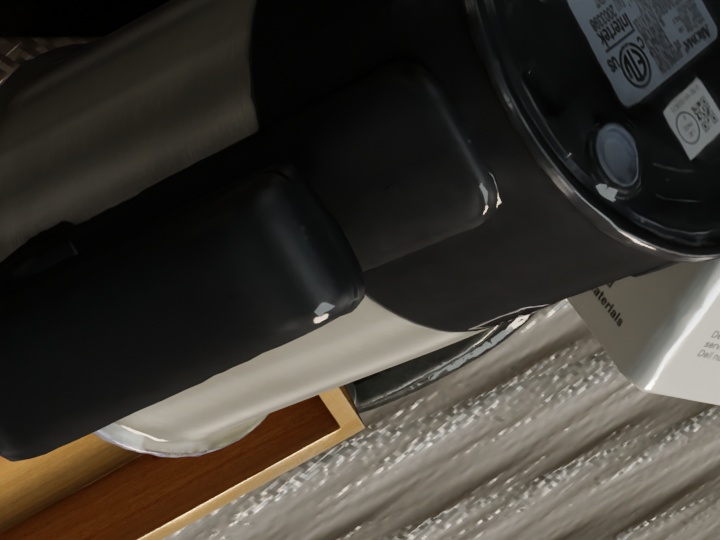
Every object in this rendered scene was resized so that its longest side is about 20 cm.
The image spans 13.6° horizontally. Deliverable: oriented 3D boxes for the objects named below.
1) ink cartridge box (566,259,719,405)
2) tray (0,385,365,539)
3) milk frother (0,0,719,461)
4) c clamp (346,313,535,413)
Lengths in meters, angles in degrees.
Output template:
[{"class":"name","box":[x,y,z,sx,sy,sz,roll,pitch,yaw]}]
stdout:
[{"class":"ink cartridge box","box":[0.157,-0.058,0.829,0.145,0.084,0.200,13,121,-41]},{"class":"tray","box":[-0.107,0.058,0.890,0.199,0.037,0.099,-28,142,3]},{"class":"milk frother","box":[-0.030,-0.068,0.725,0.188,0.201,0.180,-23,173,42]},{"class":"c clamp","box":[0.000,0.000,0.987,0.170,0.027,0.200,-35,153,-8]}]
